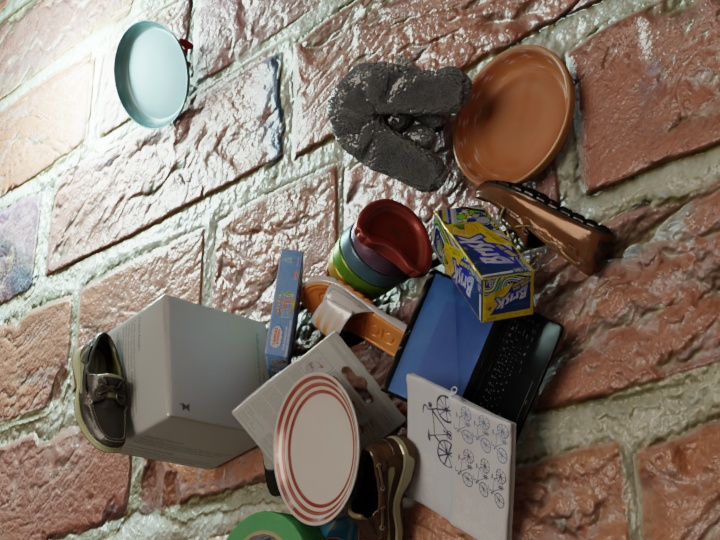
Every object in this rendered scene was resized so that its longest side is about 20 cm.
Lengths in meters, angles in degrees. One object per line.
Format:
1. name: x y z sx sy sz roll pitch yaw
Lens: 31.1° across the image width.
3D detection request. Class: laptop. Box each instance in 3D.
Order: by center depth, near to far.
1. laptop: 0.137 0.113 1.618 0.177 0.103 0.200 -68 24 4

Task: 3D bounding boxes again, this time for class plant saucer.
1. plant saucer: 0.208 -0.200 1.717 0.200 0.037 0.200 -21 59 42
2. plant saucer: -0.380 -0.361 2.382 0.200 0.027 0.200 10 106 37

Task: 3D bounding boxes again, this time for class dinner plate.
1. dinner plate: -0.054 0.235 1.703 0.200 0.024 0.200 -13 73 51

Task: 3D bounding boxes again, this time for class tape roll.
1. tape roll: -0.119 0.425 1.728 0.200 0.048 0.201 -18 64 43

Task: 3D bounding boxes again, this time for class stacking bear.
1. stacking bear: 0.000 0.000 1.817 0.200 0.121 0.114 -46 16 39

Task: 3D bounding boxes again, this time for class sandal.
1. sandal: -0.006 0.077 1.755 0.207 0.059 0.079 27 135 21

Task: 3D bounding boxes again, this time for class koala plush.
1. koala plush: 0.051 -0.223 1.807 0.200 0.184 0.177 -70 -4 -75

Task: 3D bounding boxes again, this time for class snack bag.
1. snack bag: 0.116 0.234 1.591 0.200 0.021 0.189 25 123 47

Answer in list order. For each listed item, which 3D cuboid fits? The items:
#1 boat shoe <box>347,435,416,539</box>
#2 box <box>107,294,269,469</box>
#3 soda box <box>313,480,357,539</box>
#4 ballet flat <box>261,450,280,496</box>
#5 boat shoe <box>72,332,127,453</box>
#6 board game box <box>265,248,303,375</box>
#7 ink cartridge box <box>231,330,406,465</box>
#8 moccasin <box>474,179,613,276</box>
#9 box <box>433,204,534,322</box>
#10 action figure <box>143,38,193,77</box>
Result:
1. boat shoe: 0.013 0.307 1.667 0.075 0.075 0.202 28 116 50
2. box: -0.262 0.173 1.963 0.171 0.200 0.199 -32 53 40
3. soda box: -0.052 0.368 1.760 0.068 0.064 0.200 40 106 47
4. ballet flat: -0.105 0.231 1.868 0.200 0.068 0.068 -64 31 7
5. boat shoe: -0.375 0.173 1.882 0.066 0.072 0.201 -53 39 29
6. board game box: -0.109 0.066 1.870 0.200 0.037 0.151 105 173 -76
7. ink cartridge box: -0.055 0.196 1.784 0.200 0.047 0.160 -39 89 18
8. moccasin: 0.221 -0.055 1.616 0.201 0.074 0.078 31 106 31
9. box: 0.152 -0.012 1.628 0.200 0.070 0.064 -119 23 -60
10. action figure: -0.394 -0.389 2.445 0.200 0.052 0.065 -12 72 47
